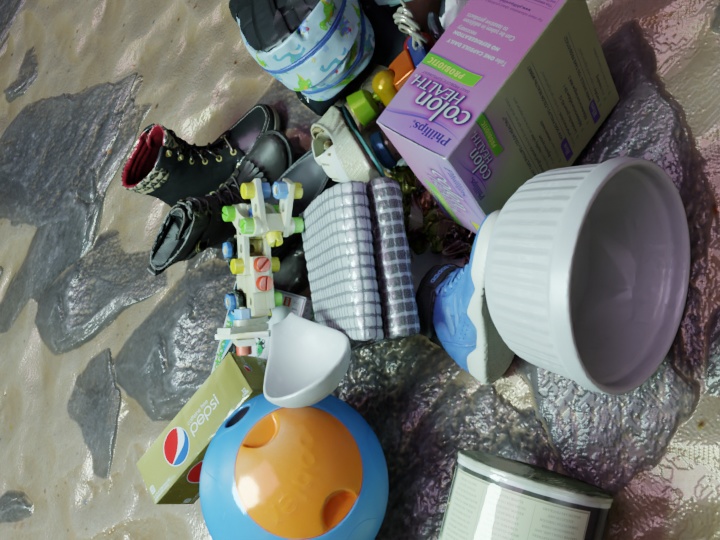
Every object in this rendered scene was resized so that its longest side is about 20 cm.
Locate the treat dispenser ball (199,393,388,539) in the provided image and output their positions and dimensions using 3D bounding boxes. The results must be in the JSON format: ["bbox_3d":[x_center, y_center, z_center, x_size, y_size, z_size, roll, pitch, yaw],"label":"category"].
[{"bbox_3d":[-0.069,0.226,0.919,0.199,0.200,0.204,-10,72,35],"label":"treat dispenser ball"}]

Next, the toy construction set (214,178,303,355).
[{"bbox_3d":[-0.118,-0.002,1.007,0.131,0.091,0.203,-3,77,60],"label":"toy construction set"}]

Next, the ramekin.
[{"bbox_3d":[0.200,0.000,0.781,0.104,0.199,0.203,10,84,47],"label":"ramekin"}]

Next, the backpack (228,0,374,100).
[{"bbox_3d":[-0.063,-0.289,1.003,0.162,0.154,0.201,-36,24,10],"label":"backpack"}]

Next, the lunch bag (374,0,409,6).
[{"bbox_3d":[0.072,-0.408,0.952,0.199,0.171,0.122,-40,52,-16],"label":"lunch bag"}]

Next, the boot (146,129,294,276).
[{"bbox_3d":[-0.172,-0.083,1.087,0.069,0.174,0.201,37,111,12],"label":"boot"}]

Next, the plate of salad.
[{"bbox_3d":[0.086,-0.068,0.974,0.198,0.048,0.203,-11,71,35],"label":"plate of salad"}]

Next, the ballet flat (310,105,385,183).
[{"bbox_3d":[-0.019,-0.129,0.985,0.062,0.068,0.201,-31,26,5],"label":"ballet flat"}]

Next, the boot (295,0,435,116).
[{"bbox_3d":[0.004,-0.246,1.063,0.168,0.076,0.201,-43,50,17],"label":"boot"}]

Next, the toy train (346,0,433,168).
[{"bbox_3d":[0.033,-0.198,0.925,0.115,0.200,0.085,-28,45,14],"label":"toy train"}]

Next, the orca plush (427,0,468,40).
[{"bbox_3d":[0.105,-0.266,0.999,0.202,0.104,0.071,63,147,27],"label":"orca plush"}]

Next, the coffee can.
[{"bbox_3d":[0.133,0.281,0.785,0.145,0.146,0.203,12,85,38],"label":"coffee can"}]

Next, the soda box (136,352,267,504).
[{"bbox_3d":[-0.180,0.193,1.052,0.201,0.067,0.064,-50,56,16],"label":"soda box"}]

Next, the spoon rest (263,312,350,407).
[{"bbox_3d":[-0.062,0.086,0.904,0.099,0.061,0.200,-35,13,-4],"label":"spoon rest"}]

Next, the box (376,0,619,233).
[{"bbox_3d":[0.140,-0.156,0.848,0.096,0.176,0.201,33,84,37],"label":"box"}]

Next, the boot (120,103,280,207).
[{"bbox_3d":[-0.210,-0.156,1.157,0.200,0.150,0.074,-44,56,19],"label":"boot"}]

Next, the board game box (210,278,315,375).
[{"bbox_3d":[-0.130,0.122,1.098,0.125,0.034,0.203,13,87,38],"label":"board game box"}]

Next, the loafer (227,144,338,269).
[{"bbox_3d":[-0.095,-0.073,1.093,0.068,0.070,0.201,43,107,16],"label":"loafer"}]

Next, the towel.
[{"bbox_3d":[0.000,0.000,0.943,0.200,0.084,0.168,153,109,-74],"label":"towel"}]

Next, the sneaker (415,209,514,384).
[{"bbox_3d":[0.101,0.013,0.870,0.076,0.202,0.111,-35,49,-29],"label":"sneaker"}]
